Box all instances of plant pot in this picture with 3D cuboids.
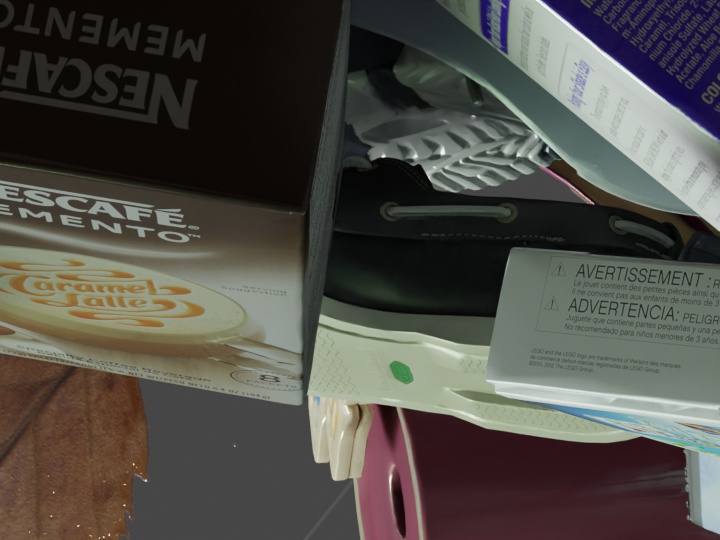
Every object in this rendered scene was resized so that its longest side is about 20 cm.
[{"bbox_3d":[0.095,0.081,1.028,0.200,0.178,0.202,173,90,-79],"label":"plant pot"}]

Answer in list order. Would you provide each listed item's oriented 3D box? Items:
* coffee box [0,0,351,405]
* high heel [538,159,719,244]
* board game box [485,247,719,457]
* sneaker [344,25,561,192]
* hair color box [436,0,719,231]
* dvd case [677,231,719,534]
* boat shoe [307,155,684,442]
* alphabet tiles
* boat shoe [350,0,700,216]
[{"bbox_3d":[-0.062,-0.032,0.690,0.113,0.080,0.200,9,165,2],"label":"coffee box"},{"bbox_3d":[0.089,-0.049,0.907,0.199,0.068,0.096,24,-166,-14],"label":"high heel"},{"bbox_3d":[0.139,0.035,0.612,0.126,0.035,0.199,6,172,43],"label":"board game box"},{"bbox_3d":[-0.014,-0.091,0.868,0.080,0.198,0.130,59,-160,-59],"label":"sneaker"},{"bbox_3d":[0.057,-0.076,0.623,0.200,0.065,0.109,38,178,5],"label":"hair color box"},{"bbox_3d":[0.184,0.067,0.773,0.199,0.018,0.143,21,151,23],"label":"dvd case"},{"bbox_3d":[0.000,0.000,0.826,0.198,0.068,0.072,10,153,10],"label":"boat shoe"},{"bbox_3d":[-0.010,-0.026,1.036,0.196,0.014,0.201,97,170,-52],"label":"alphabet tiles"},{"bbox_3d":[0.041,-0.080,0.736,0.198,0.074,0.068,20,-155,-5],"label":"boat shoe"}]
